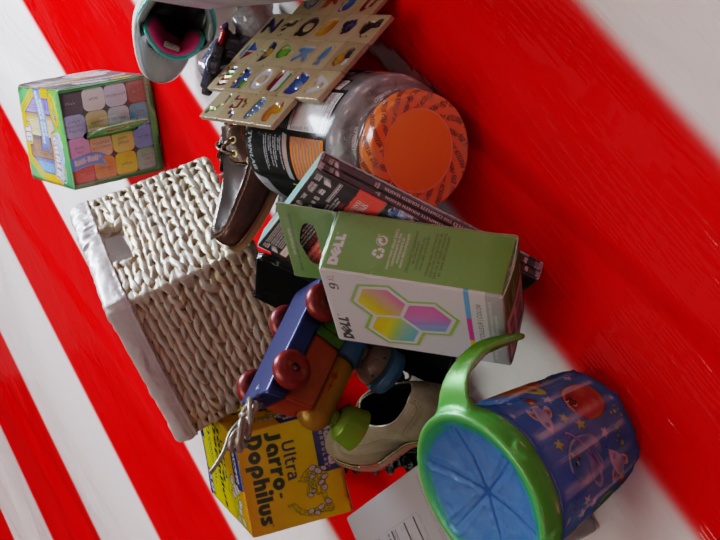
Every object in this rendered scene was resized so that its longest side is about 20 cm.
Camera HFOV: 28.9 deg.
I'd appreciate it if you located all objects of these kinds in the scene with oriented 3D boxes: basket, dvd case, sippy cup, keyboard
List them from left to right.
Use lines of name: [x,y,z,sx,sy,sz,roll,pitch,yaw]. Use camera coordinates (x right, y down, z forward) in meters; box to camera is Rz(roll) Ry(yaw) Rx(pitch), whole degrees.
basket: [-0.174,0.022,1.418,0.198,0.160,0.200,57,173,50]
keyboard: [-0.008,0.053,1.270,0.199,0.021,0.127,27,149,10]
dvd case: [0.029,-0.013,1.140,0.146,0.199,0.022,-48,18,57]
sippy cup: [0.134,0.143,1.051,0.140,0.130,0.178,35,136,38]

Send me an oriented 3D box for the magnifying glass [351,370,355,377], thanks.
magnifying glass: [0.018,0.052,1.336,0.080,0.022,0.200,65,148,19]

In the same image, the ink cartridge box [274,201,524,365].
ink cartridge box: [0.026,0.011,1.100,0.199,0.059,0.104,9,148,15]

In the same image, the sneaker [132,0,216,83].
sneaker: [-0.199,-0.252,1.479,0.200,0.083,0.121,109,163,-44]

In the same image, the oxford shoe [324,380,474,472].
oxford shoe: [0.018,0.134,1.283,0.200,0.074,0.071,-28,40,49]

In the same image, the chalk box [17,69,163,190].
chalk box: [-0.324,-0.173,1.712,0.200,0.124,0.124,18,119,58]

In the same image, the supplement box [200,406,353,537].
supplement box: [-0.096,0.192,1.464,0.200,0.109,0.109,-168,66,-71]

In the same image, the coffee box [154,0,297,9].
coffee box: [-0.167,-0.347,1.241,0.200,0.199,0.199,13,99,58]

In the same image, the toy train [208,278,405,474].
toy train: [-0.043,0.116,1.181,0.116,0.200,0.085,35,148,-16]

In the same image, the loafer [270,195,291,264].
loafer: [-0.062,-0.047,1.373,0.070,0.070,0.201,36,134,37]

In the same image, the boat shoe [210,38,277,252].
boat shoe: [-0.100,-0.118,1.297,0.070,0.070,0.201,-6,60,56]

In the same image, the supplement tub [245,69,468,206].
supplement tub: [-0.004,-0.109,1.190,0.200,0.122,0.123,18,118,56]

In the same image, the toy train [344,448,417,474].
toy train: [0.025,0.174,1.364,0.200,0.034,0.046,-14,88,61]

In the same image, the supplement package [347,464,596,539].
supplement package: [0.088,0.216,1.192,0.110,0.113,0.200,65,149,14]

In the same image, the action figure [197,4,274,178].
action figure: [-0.109,-0.180,1.405,0.200,0.104,0.194,-97,10,-69]

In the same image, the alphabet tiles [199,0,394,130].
alphabet tiles: [-0.057,-0.188,1.224,0.006,0.167,0.200,49,162,-30]
